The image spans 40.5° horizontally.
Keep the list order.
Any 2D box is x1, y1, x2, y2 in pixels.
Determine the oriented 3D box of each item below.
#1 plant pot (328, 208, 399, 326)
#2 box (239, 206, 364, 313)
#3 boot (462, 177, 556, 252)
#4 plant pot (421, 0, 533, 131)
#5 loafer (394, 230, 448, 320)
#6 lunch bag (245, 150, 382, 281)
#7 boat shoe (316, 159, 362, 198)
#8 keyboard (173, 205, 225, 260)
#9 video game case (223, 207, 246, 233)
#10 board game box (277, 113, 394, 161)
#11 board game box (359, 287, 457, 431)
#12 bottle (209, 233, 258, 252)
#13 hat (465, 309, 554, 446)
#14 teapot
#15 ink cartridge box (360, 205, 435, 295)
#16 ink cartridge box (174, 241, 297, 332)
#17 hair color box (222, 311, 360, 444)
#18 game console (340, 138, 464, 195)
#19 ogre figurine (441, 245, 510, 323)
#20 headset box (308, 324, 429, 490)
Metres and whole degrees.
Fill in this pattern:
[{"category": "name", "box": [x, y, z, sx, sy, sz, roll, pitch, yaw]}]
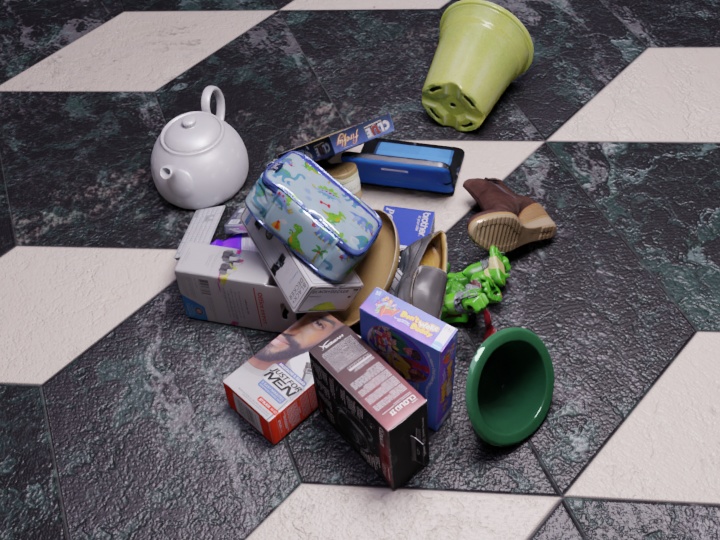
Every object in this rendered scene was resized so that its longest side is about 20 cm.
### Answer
[{"category": "plant pot", "box": [0.000, 0.000, 1.562, 0.027, 0.200, 0.202, 24, 35, -33]}, {"category": "box", "box": [-0.094, -0.030, 1.521, 0.116, 0.060, 0.201, -1, 48, -46]}, {"category": "boot", "box": [0.219, -0.102, 1.652, 0.197, 0.073, 0.166, -2, 33, -37]}, {"category": "plant pot", "box": [0.209, -0.378, 1.870, 0.197, 0.201, 0.186, 18, 62, 21]}, {"category": "loafer", "box": [0.096, 0.019, 1.445, 0.072, 0.072, 0.202, 26, 40, -24]}, {"category": "lunch bag", "box": [-0.068, -0.089, 1.490, 0.199, 0.083, 0.161, 40, 28, 2]}, {"category": "boat shoe", "box": [-0.064, -0.152, 1.738, 0.073, 0.067, 0.199, -31, 22, -22]}, {"category": "keyboard", "box": [-0.276, -0.068, 1.688, 0.055, 0.011, 0.201, -14, 25, 9]}, {"category": "video game case", "box": [-0.127, -0.091, 1.691, 0.196, 0.019, 0.143, -1, 15, 3]}, {"category": "board game box", "box": [-0.046, -0.228, 1.748, 0.134, 0.035, 0.199, -26, 10, -29]}, {"category": "board game box", "box": [0.067, 0.129, 1.387, 0.133, 0.202, 0.045, 28, 56, 22]}, {"category": "bottle", "box": [-0.191, -0.024, 1.652, 0.196, 0.066, 0.084, -6, 43, 0]}, {"category": "hat", "box": [0.177, 0.158, 1.457, 0.197, 0.169, 0.175, -11, 9, -34]}, {"category": "teapot", "box": [-0.300, -0.224, 1.793, 0.195, 0.148, 0.200, -25, 49, -18]}, {"category": "ink cartridge box", "box": [0.065, -0.021, 1.638, 0.092, 0.045, 0.202, 7, 48, 10]}, {"category": "ink cartridge box", "box": [-0.188, 0.029, 1.569, 0.196, 0.116, 0.068, 9, 49, 13]}, {"category": "hair color box", "box": [-0.097, 0.154, 1.482, 0.110, 0.065, 0.199, 33, 57, 31]}, {"category": "game console", "box": [0.080, -0.212, 1.768, 0.196, 0.171, 0.120, 7, 75, 13]}, {"category": "ogre figurine", "box": [0.163, 0.031, 1.526, 0.118, 0.099, 0.201, -20, 31, 25]}, {"category": "headset box", "box": [0.019, 0.198, 1.371, 0.077, 0.150, 0.199, -33, 52, -23]}]
